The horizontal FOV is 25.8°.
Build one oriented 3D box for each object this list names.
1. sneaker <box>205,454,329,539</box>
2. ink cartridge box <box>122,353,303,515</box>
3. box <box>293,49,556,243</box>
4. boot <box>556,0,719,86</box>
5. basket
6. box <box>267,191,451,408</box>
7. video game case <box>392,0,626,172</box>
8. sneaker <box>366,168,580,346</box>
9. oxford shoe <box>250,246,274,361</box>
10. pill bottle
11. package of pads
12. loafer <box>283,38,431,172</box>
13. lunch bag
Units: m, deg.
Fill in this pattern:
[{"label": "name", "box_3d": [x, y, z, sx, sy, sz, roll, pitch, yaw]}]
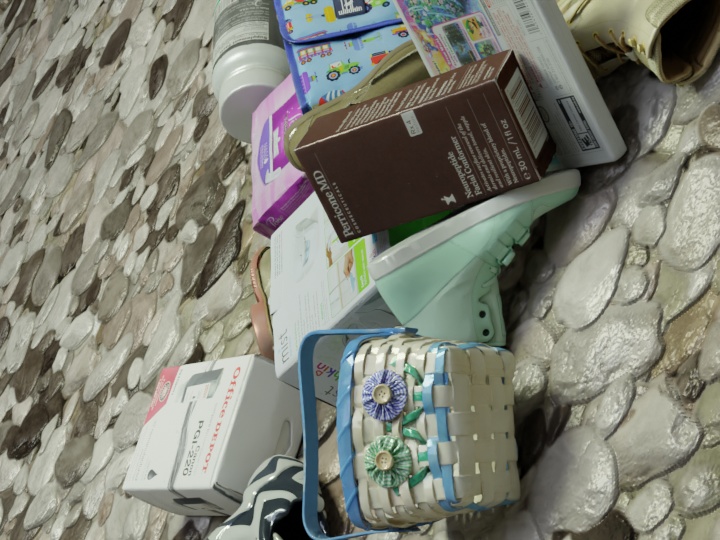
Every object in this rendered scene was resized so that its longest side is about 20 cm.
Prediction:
[{"label": "sneaker", "box_3d": [-0.091, 0.273, 1.432, 0.200, 0.079, 0.130, -54, 19, -5]}, {"label": "ink cartridge box", "box_3d": [-0.147, 0.172, 1.610, 0.200, 0.085, 0.146, -11, 57, 53]}, {"label": "box", "box_3d": [0.055, -0.105, 1.349, 0.199, 0.100, 0.075, -17, 22, 28]}, {"label": "boot", "box_3d": [0.221, -0.187, 1.323, 0.200, 0.073, 0.156, -47, 30, 17]}, {"label": "basket", "box_3d": [0.026, 0.127, 1.276, 0.199, 0.139, 0.177, -13, 78, 45]}, {"label": "box", "box_3d": [0.000, 0.000, 1.499, 0.176, 0.096, 0.201, -44, 33, 30]}, {"label": "video game case", "box_3d": [0.125, -0.175, 1.363, 0.024, 0.201, 0.182, -37, 16, -28]}, {"label": "sneaker", "box_3d": [0.118, -0.002, 1.350, 0.200, 0.119, 0.074, -29, 4, -2]}, {"label": "oxford shoe", "box_3d": [-0.074, 0.031, 1.650, 0.073, 0.071, 0.200, -17, 31, 4]}, {"label": "pill bottle", "box_3d": [-0.123, -0.253, 1.903, 0.113, 0.113, 0.201, -42, 35, 33]}, {"label": "package of pads", "box_3d": [-0.063, -0.134, 1.740, 0.120, 0.075, 0.201, -43, 34, 34]}, {"label": "loafer", "box_3d": [0.025, -0.146, 1.454, 0.200, 0.076, 0.067, -36, 30, -2]}, {"label": "lunch bag", "box_3d": [0.001, -0.225, 1.584, 0.150, 0.094, 0.201, -16, 55, 1]}]
